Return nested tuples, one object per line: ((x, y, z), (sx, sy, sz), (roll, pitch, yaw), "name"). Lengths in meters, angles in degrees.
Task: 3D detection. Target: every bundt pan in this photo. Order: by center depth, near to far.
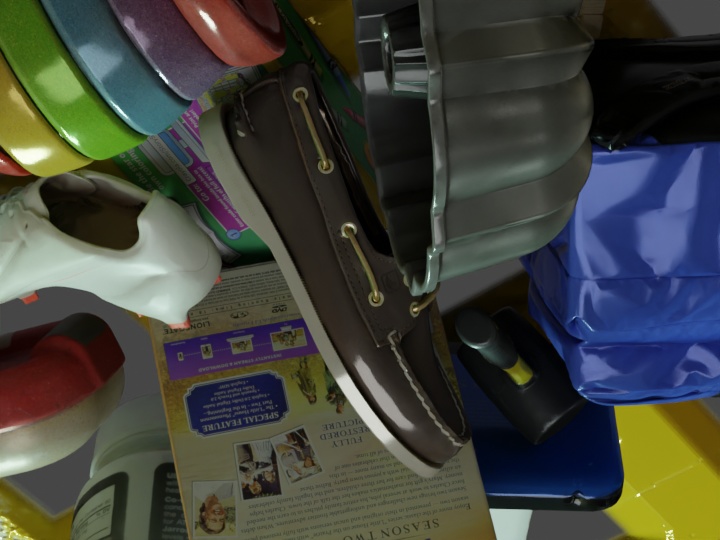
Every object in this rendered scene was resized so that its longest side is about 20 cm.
((0.047, -0.093, 0.878), (0.075, 0.203, 0.203), (-7, 134, -8), "bundt pan")

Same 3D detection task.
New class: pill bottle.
((-0.107, 0.174, 1.172), (0.113, 0.201, 0.114), (0, 133, 0), "pill bottle")

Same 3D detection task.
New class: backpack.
((0.176, -0.029, 1.001), (0.199, 0.163, 0.169), (-5, 118, -9), "backpack")

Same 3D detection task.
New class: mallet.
((0.060, 0.032, 0.977), (0.041, 0.066, 0.200), (-41, 159, 2), "mallet")

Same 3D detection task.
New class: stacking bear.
((-0.142, -0.089, 0.894), (0.199, 0.122, 0.114), (-29, 148, 9), "stacking bear")

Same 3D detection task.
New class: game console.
((0.032, 0.100, 1.131), (0.198, 0.171, 0.119), (1, 127, 0), "game console")

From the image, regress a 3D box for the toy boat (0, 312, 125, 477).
((-0.233, 0.044, 1.128), (0.199, 0.131, 0.132), (-14, 101, 12), "toy boat")

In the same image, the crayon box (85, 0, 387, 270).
((-0.077, -0.081, 1.031), (0.118, 0.058, 0.200), (-23, 129, 21), "crayon box")

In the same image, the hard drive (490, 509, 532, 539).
((0.028, 0.169, 1.250), (0.131, 0.026, 0.200), (2, 148, -1), "hard drive")

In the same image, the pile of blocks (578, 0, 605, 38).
((0.141, -0.168, 0.959), (0.199, 0.083, 0.062), (-24, 172, 32), "pile of blocks")

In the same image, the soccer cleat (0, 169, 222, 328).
((-0.156, -0.019, 1.034), (0.199, 0.070, 0.078), (5, 140, 32), "soccer cleat")

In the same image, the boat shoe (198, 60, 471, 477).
((0.000, 0.000, 0.976), (0.059, 0.072, 0.201), (-30, 91, 13), "boat shoe")

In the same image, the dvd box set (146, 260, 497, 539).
((-0.018, 0.088, 1.020), (0.145, 0.201, 0.029), (-11, 155, -7), "dvd box set")
